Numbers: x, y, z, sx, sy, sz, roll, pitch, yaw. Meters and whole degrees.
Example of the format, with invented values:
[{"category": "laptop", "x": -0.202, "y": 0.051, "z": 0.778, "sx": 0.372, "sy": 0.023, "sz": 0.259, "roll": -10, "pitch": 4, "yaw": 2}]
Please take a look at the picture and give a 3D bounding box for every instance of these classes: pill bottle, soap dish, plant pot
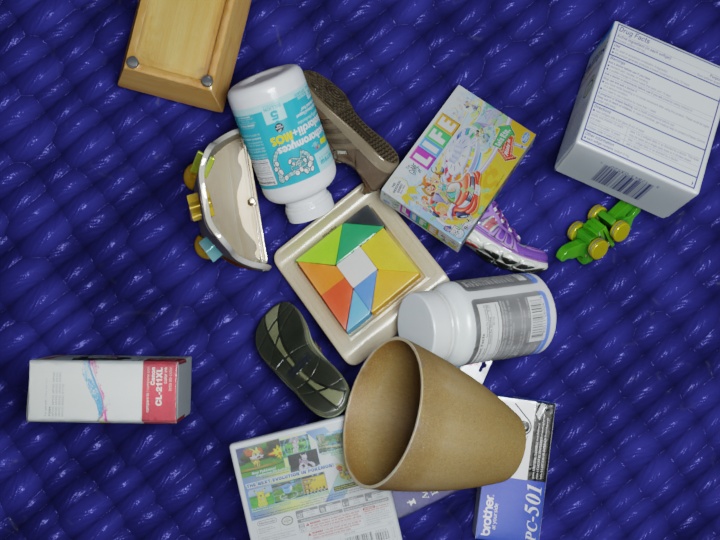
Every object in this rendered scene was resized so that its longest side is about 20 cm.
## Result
[{"category": "pill bottle", "x": 0.157, "y": 0.068, "z": 1.411, "sx": 0.197, "sy": 0.113, "sz": 0.116, "roll": -5, "pitch": 90, "yaw": -28}, {"category": "soap dish", "x": -0.244, "y": -0.340, "z": 1.450, "sx": 0.154, "sy": 0.081, "sz": 0.204, "roll": 14, "pitch": 88, "yaw": -2}, {"category": "pill bottle", "x": -0.100, "y": -0.170, "z": 1.425, "sx": 0.109, "sy": 0.111, "sz": 0.203, "roll": -21, "pitch": 110, "yaw": -2}, {"category": "plant pot", "x": 0.106, "y": 0.201, "z": 1.320, "sx": 0.197, "sy": 0.186, "sz": 0.190, "roll": 18, "pitch": 89, "yaw": -27}]

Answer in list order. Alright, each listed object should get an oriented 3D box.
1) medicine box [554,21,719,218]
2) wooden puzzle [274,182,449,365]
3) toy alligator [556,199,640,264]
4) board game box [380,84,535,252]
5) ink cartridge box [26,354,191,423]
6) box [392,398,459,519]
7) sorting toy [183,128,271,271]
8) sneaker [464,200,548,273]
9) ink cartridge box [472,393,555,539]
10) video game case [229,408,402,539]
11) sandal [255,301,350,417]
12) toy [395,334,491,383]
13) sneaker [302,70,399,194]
[{"category": "medicine box", "x": 0.390, "y": -0.208, "z": 1.439, "sx": 0.179, "sy": 0.103, "sz": 0.203, "roll": 22, "pitch": 72, "yaw": -2}, {"category": "wooden puzzle", "x": 0.000, "y": 0.000, "z": 1.456, "sx": 0.184, "sy": 0.037, "sz": 0.201, "roll": -37, "pitch": 74, "yaw": -2}, {"category": "toy alligator", "x": 0.363, "y": -0.065, "z": 1.489, "sx": 0.199, "sy": 0.059, "sz": 0.055, "roll": -38, "pitch": 136, "yaw": -9}, {"category": "board game box", "x": 0.136, "y": -0.144, "z": 1.447, "sx": 0.133, "sy": 0.034, "sz": 0.201, "roll": 33, "pitch": 72, "yaw": 9}, {"category": "ink cartridge box", "x": -0.336, "y": 0.159, "z": 1.409, "sx": 0.196, "sy": 0.146, "sz": 0.085, "roll": 1, "pitch": 88, "yaw": -2}, {"category": "box", "x": 0.028, "y": 0.266, "z": 1.444, "sx": 0.197, "sy": 0.104, "sz": 0.150, "roll": -26, "pitch": 91, "yaw": -3}, {"category": "sorting toy", "x": -0.190, "y": -0.093, "z": 1.400, "sx": 0.105, "sy": 0.180, "sz": 0.204, "roll": -9, "pitch": 89, "yaw": -2}, {"category": "sneaker", "x": 0.184, "y": -0.063, "z": 1.467, "sx": 0.198, "sy": 0.081, "sz": 0.084, "roll": 31, "pitch": 83, "yaw": -1}, {"category": "ink cartridge box", "x": 0.218, "y": 0.282, "z": 1.480, "sx": 0.092, "sy": 0.044, "sz": 0.204, "roll": 7, "pitch": 89, "yaw": 0}, {"category": "video game case", "x": -0.058, "y": 0.297, "z": 1.378, "sx": 0.196, "sy": 0.022, "sz": 0.186, "roll": -13, "pitch": 90, "yaw": -1}, {"category": "sandal", "x": -0.081, "y": 0.129, "z": 1.435, "sx": 0.079, "sy": 0.057, "sz": 0.202, "roll": -38, "pitch": 58, "yaw": 1}, {"category": "toy", "x": 0.097, "y": 0.099, "z": 1.475, "sx": 0.197, "sy": 0.047, "sz": 0.117, "roll": 25, "pitch": 90, "yaw": -1}, {"category": "sneaker", "x": -0.035, "y": -0.192, "z": 1.462, "sx": 0.200, "sy": 0.070, "sz": 0.076, "roll": 48, "pitch": 124, "yaw": 14}]
